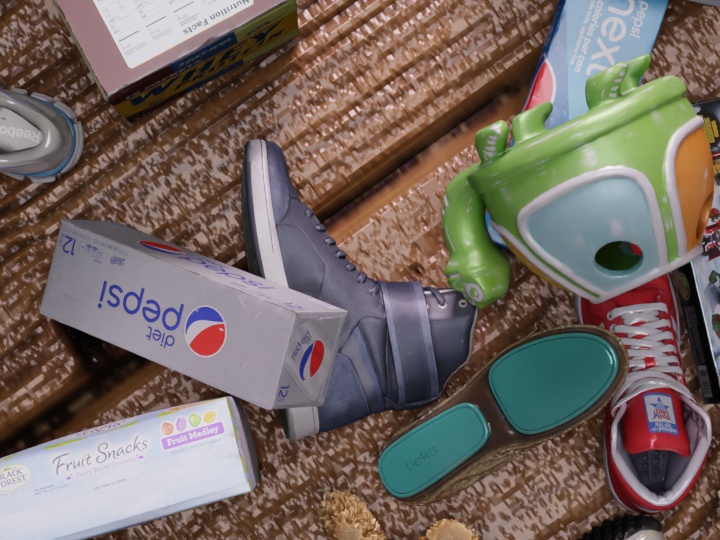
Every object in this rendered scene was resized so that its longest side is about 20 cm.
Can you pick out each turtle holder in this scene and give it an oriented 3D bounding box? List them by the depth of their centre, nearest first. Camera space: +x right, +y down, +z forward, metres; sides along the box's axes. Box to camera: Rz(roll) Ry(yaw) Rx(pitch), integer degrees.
[{"bbox_3d":[0.136,-0.045,1.636,0.185,0.141,0.132,-26,91,-3],"label":"turtle holder"}]

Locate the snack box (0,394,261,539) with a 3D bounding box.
[{"bbox_3d":[-0.152,0.130,1.662,0.168,0.200,0.068,-16,90,-2],"label":"snack box"}]

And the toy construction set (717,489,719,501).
[{"bbox_3d":[0.320,0.134,1.718,0.200,0.092,0.131,-40,108,-2],"label":"toy construction set"}]

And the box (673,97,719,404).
[{"bbox_3d":[0.276,-0.022,1.739,0.137,0.040,0.200,-13,89,-15],"label":"box"}]

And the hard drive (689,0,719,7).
[{"bbox_3d":[0.161,-0.227,1.711,0.200,0.135,0.042,17,109,-2],"label":"hard drive"}]

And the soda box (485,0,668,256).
[{"bbox_3d":[0.143,-0.103,1.739,0.068,0.064,0.200,19,88,-1],"label":"soda box"}]

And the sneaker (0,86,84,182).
[{"bbox_3d":[-0.286,-0.105,1.721,0.200,0.087,0.075,7,90,0],"label":"sneaker"}]

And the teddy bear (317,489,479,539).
[{"bbox_3d":[-0.005,0.224,1.737,0.200,0.067,0.145,-34,85,6],"label":"teddy bear"}]

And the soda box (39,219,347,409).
[{"bbox_3d":[-0.110,0.027,1.682,0.200,0.063,0.068,20,100,31],"label":"soda box"}]

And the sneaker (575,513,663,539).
[{"bbox_3d":[0.148,0.252,1.726,0.093,0.070,0.200,41,101,-5],"label":"sneaker"}]

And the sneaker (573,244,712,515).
[{"bbox_3d":[0.187,0.064,1.712,0.071,0.112,0.200,-8,89,-2],"label":"sneaker"}]

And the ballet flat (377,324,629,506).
[{"bbox_3d":[0.099,0.092,1.708,0.200,0.065,0.071,-29,76,26],"label":"ballet flat"}]

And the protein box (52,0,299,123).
[{"bbox_3d":[-0.143,-0.219,1.668,0.135,0.199,0.200,-28,90,-1],"label":"protein box"}]

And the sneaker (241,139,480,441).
[{"bbox_3d":[0.000,0.001,1.731,0.146,0.077,0.203,-12,84,-6],"label":"sneaker"}]
